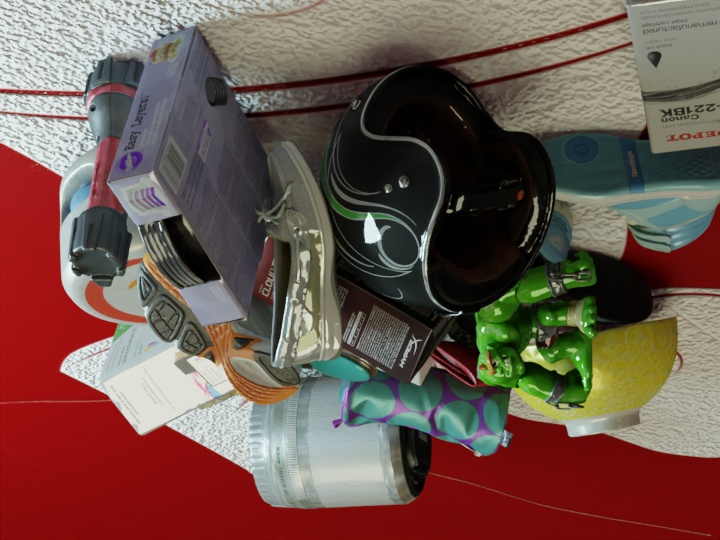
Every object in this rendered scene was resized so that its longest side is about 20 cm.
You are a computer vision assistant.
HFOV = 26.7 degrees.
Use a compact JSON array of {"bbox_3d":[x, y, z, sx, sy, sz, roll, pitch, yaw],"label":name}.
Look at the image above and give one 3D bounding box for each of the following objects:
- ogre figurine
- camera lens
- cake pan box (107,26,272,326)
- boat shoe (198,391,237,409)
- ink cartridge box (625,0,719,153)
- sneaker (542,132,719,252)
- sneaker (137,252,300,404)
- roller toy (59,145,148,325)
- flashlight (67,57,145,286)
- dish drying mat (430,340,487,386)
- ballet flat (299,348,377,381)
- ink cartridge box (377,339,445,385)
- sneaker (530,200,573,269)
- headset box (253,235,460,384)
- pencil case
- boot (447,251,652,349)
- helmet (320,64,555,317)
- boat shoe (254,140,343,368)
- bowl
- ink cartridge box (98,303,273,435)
[{"bbox_3d":[0.172,0.064,1.500,0.119,0.099,0.200,-1,155,6],"label":"ogre figurine"},{"bbox_3d":[-0.020,0.207,1.850,0.199,0.161,0.160,-5,148,14],"label":"camera lens"},{"bbox_3d":[-0.140,-0.078,1.324,0.052,0.201,0.185,-13,134,21],"label":"cake pan box"},{"bbox_3d":[-0.156,0.083,1.757,0.069,0.074,0.201,-11,145,-22],"label":"boat shoe"},{"bbox_3d":[0.296,-0.191,1.238,0.143,0.084,0.200,-6,148,14],"label":"ink cartridge box"},{"bbox_3d":[0.252,-0.066,1.455,0.199,0.080,0.131,2,147,4],"label":"sneaker"},{"bbox_3d":[-0.136,0.040,1.430,0.076,0.092,0.200,-33,122,17],"label":"sneaker"},{"bbox_3d":[-0.199,-0.043,1.478,0.199,0.141,0.183,-11,152,7],"label":"roller toy"},{"bbox_3d":[-0.222,-0.092,1.342,0.067,0.201,0.068,25,142,-29],"label":"flashlight"},{"bbox_3d":[0.130,0.105,1.687,0.077,0.018,0.200,34,-172,20],"label":"dish drying mat"},{"bbox_3d":[-0.050,0.072,1.606,0.199,0.067,0.068,3,146,44],"label":"ballet flat"},{"bbox_3d":[0.026,0.053,1.647,0.116,0.068,0.200,21,154,19],"label":"ink cartridge box"},{"bbox_3d":[0.114,-0.027,1.520,0.199,0.090,0.079,0,149,6],"label":"sneaker"},{"bbox_3d":[0.000,0.000,1.456,0.199,0.149,0.078,28,125,10],"label":"headset box"},{"bbox_3d":[0.074,0.154,1.730,0.199,0.093,0.085,13,-172,-4],"label":"pencil case"},{"bbox_3d":[0.197,0.038,1.646,0.202,0.074,0.154,8,156,-16],"label":"boot"},{"bbox_3d":[0.056,-0.073,1.343,0.199,0.190,0.201,-21,128,-29],"label":"helmet"},{"bbox_3d":[-0.060,-0.012,1.339,0.064,0.074,0.203,-12,110,-15],"label":"boat shoe"},{"bbox_3d":[0.255,0.121,1.653,0.199,0.108,0.200,-10,176,-1],"label":"bowl"},{"bbox_3d":[-0.161,0.066,1.593,0.199,0.145,0.084,-27,115,17],"label":"ink cartridge box"}]
